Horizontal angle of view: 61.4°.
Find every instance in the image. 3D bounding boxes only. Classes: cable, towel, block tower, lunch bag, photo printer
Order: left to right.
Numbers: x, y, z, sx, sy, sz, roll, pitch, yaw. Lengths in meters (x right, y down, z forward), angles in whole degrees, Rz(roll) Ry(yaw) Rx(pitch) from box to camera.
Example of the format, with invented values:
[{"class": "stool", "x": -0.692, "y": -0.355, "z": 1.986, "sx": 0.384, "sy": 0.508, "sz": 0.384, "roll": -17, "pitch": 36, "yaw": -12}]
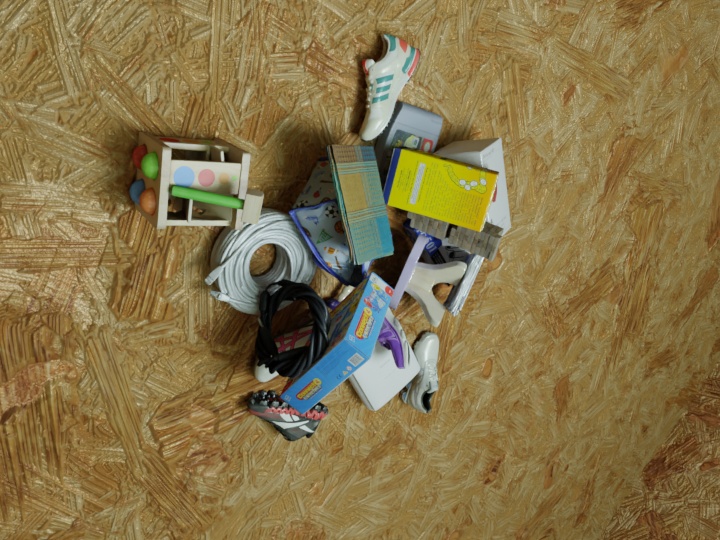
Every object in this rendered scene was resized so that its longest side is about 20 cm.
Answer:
[{"class": "cable", "x": -0.179, "y": -0.015, "z": 1.127, "sx": 0.200, "sy": 0.069, "sz": 0.201, "roll": 37, "pitch": 86, "yaw": -42}, {"class": "cable", "x": -0.124, "y": 0.101, "z": 1.036, "sx": 0.051, "sy": 0.199, "sz": 0.165, "roll": 22, "pitch": 85, "yaw": -42}, {"class": "lunch bag", "x": -0.027, "y": -0.093, "z": 1.132, "sx": 0.201, "sy": 0.123, "sz": 0.171, "roll": 58, "pitch": 38, "yaw": -35}, {"class": "towel", "x": 0.002, "y": -0.116, "z": 1.046, "sx": 0.146, "sy": 0.022, "sz": 0.202, "roll": -16, "pitch": 94, "yaw": -59}, {"class": "photo printer", "x": 0.040, "y": 0.202, "z": 1.383, "sx": 0.166, "sy": 0.069, "sz": 0.201, "roll": -39, "pitch": 128, "yaw": -16}, {"class": "block tower", "x": 0.194, "y": -0.088, "z": 1.238, "sx": 0.058, "sy": 0.199, "sz": 0.054, "roll": -34, "pitch": 144, "yaw": -49}, {"class": "towel", "x": 0.222, "y": 0.025, "z": 1.324, "sx": 0.024, "sy": 0.200, "sz": 0.148, "roll": 25, "pitch": 91, "yaw": 3}]

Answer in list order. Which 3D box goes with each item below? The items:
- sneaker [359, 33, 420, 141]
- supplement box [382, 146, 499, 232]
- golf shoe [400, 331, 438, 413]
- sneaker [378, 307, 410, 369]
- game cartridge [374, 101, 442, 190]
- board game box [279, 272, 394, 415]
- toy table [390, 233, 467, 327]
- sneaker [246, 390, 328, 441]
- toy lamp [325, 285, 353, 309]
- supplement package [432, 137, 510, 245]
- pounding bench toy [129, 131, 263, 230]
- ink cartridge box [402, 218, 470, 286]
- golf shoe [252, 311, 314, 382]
[{"class": "sneaker", "x": 0.030, "y": -0.346, "z": 1.141, "sx": 0.093, "sy": 0.070, "sz": 0.201, "roll": 26, "pitch": 96, "yaw": -23}, {"class": "supplement box", "x": 0.155, "y": -0.160, "z": 1.162, "sx": 0.109, "sy": 0.198, "sz": 0.111, "roll": -41, "pitch": 147, "yaw": -72}, {"class": "golf shoe", "x": 0.168, "y": 0.252, "z": 1.484, "sx": 0.078, "sy": 0.097, "sz": 0.202, "roll": 1, "pitch": 108, "yaw": -34}, {"class": "sneaker", "x": 0.042, "y": 0.127, "z": 1.293, "sx": 0.083, "sy": 0.201, "sz": 0.081, "roll": -28, "pitch": 158, "yaw": -6}, {"class": "game cartridge", "x": 0.087, "y": -0.235, "z": 1.244, "sx": 0.132, "sy": 0.041, "sz": 0.202, "roll": 7, "pitch": 106, "yaw": -34}, {"class": "board game box", "x": -0.039, "y": 0.127, "z": 1.078, "sx": 0.056, "sy": 0.196, "sz": 0.200, "roll": 39, "pitch": 124, "yaw": -10}, {"class": "toy table", "x": 0.142, "y": 0.028, "z": 1.296, "sx": 0.185, "sy": 0.116, "sz": 0.201, "roll": -61, "pitch": 174, "yaw": -33}, {"class": "sneaker", "x": -0.161, "y": 0.313, "z": 1.285, "sx": 0.199, "sy": 0.071, "sz": 0.099, "roll": 20, "pitch": 96, "yaw": -42}, {"class": "toy lamp", "x": 0.000, "y": 0.000, "z": 1.271, "sx": 0.058, "sy": 0.058, "sz": 0.201, "roll": 31, "pitch": 90, "yaw": -41}, {"class": "supplement package", "x": 0.235, "y": -0.165, "z": 1.286, "sx": 0.121, "sy": 0.119, "sz": 0.202, "roll": -37, "pitch": 122, "yaw": -48}, {"class": "pounding bench toy", "x": -0.256, "y": -0.128, "z": 0.931, "sx": 0.155, "sy": 0.200, "sz": 0.126, "roll": -3, "pitch": 112, "yaw": -36}, {"class": "ink cartridge box", "x": 0.179, "y": -0.062, "z": 1.383, "sx": 0.094, "sy": 0.044, "sz": 0.200, "roll": -46, "pitch": 129, "yaw": -12}, {"class": "golf shoe", "x": -0.127, "y": 0.161, "z": 1.226, "sx": 0.199, "sy": 0.092, "sz": 0.073, "roll": -38, "pitch": 136, "yaw": -14}]
